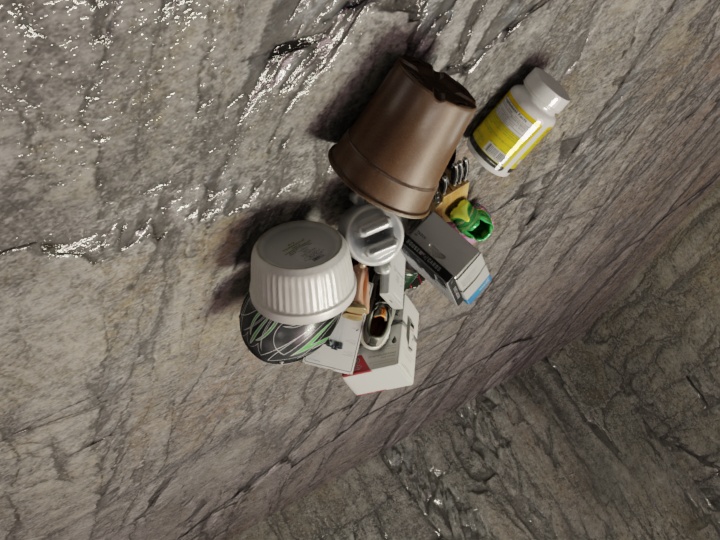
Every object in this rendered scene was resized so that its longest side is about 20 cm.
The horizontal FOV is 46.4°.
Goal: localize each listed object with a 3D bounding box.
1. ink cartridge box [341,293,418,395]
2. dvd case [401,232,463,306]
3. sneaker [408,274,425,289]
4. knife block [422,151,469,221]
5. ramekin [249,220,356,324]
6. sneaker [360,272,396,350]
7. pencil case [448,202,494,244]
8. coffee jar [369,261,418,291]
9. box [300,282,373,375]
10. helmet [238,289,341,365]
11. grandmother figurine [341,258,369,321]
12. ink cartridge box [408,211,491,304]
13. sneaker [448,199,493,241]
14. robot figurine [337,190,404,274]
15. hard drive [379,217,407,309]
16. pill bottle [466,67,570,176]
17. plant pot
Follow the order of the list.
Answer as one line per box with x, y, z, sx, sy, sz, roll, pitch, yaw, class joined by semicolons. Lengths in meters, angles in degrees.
0.046;0.165;1.892;0.145;0.202;0.083;-15;134;24;ink cartridge box
0.141;-0.003;1.721;0.025;0.150;0.200;-46;161;-2;dvd case
0.147;-0.008;2.058;0.198;0.075;0.087;-20;-173;-8;sneaker
0.194;-0.183;1.780;0.199;0.064;0.176;-6;144;-52;knife block
-0.106;-0.005;1.521;0.199;0.200;0.106;-24;130;-28;ramekin
0.052;0.071;1.811;0.079;0.073;0.203;113;-9;-75;sneaker
0.220;-0.087;1.988;0.198;0.088;0.088;-26;156;-21;pencil case
0.058;0.030;1.954;0.103;0.086;0.201;16;138;-12;coffee jar
-0.052;0.112;1.798;0.115;0.203;0.060;13;175;-10;box
-0.141;0.084;1.657;0.200;0.200;0.190;-47;167;26;helmet
0.000;0.000;1.726;0.060;0.202;0.121;17;154;-17;grandmother figurine
0.195;-0.024;1.808;0.084;0.145;0.200;-46;158;-2;ink cartridge box
0.251;-0.094;1.848;0.074;0.084;0.200;-43;159;14;sneaker
0.017;-0.071;1.601;0.112;0.172;0.200;-18;-170;-7;robot figurine
0.070;-0.033;1.751;0.026;0.203;0.132;-1;164;15;hard drive
0.314;-0.294;1.670;0.114;0.115;0.200;-4;142;-53;pill bottle
0.078;-0.224;1.373;0.199;0.201;0.199;-7;138;-50;plant pot
